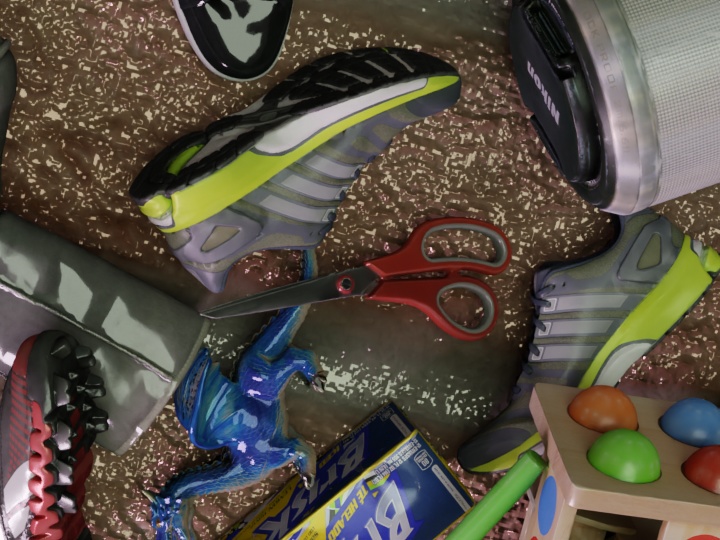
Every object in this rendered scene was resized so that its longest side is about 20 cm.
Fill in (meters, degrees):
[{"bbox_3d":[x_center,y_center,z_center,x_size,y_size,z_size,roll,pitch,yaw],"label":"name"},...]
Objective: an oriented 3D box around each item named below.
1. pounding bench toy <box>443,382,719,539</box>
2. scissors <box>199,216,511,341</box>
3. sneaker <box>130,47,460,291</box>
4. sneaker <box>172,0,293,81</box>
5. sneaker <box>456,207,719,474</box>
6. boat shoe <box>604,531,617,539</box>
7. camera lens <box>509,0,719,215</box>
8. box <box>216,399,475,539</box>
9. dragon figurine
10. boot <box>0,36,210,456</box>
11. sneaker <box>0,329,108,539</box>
[{"bbox_3d":[0.116,0.146,1.133,0.199,0.124,0.157,9,112,-10],"label":"pounding bench toy"},{"bbox_3d":[0.000,0.000,1.180,0.199,0.014,0.074,5,86,-25],"label":"scissors"},{"bbox_3d":[-0.030,-0.061,1.157,0.199,0.074,0.081,-27,120,-9],"label":"sneaker"},{"bbox_3d":[-0.066,-0.200,1.105,0.073,0.112,0.201,-2,101,-10],"label":"sneaker"},{"bbox_3d":[0.123,0.040,1.219,0.081,0.074,0.200,43,87,-1],"label":"sneaker"},{"bbox_3d":[0.205,0.128,1.242,0.068,0.072,0.200,39,91,-16],"label":"boat shoe"},{"bbox_3d":[0.194,-0.131,1.147,0.199,0.160,0.161,-19,103,-8],"label":"camera lens"},{"bbox_3d":[-0.033,0.169,1.201,0.200,0.070,0.064,-40,108,-2],"label":"box"},{"bbox_3d":[-0.075,0.073,1.181,0.099,0.059,0.201,5,100,-13],"label":"dragon figurine"},{"bbox_3d":[-0.172,-0.012,1.139,0.199,0.073,0.182,31,107,-9],"label":"boot"},{"bbox_3d":[-0.196,0.118,1.139,0.097,0.071,0.201,14,122,11],"label":"sneaker"}]
